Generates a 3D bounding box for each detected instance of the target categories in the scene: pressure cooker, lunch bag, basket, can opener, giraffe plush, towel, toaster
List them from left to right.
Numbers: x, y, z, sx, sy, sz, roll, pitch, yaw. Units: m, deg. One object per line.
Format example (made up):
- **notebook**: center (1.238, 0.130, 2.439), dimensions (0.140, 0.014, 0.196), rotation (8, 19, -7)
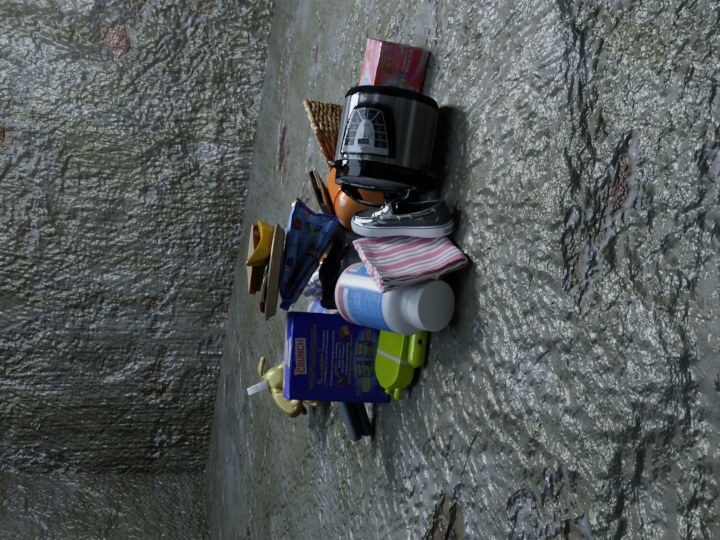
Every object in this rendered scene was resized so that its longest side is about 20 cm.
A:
- **giraffe plush**: center (-0.168, 0.299, 1.943), dimensions (0.162, 0.200, 0.173), rotation (60, -157, -68)
- **lunch bag**: center (-0.119, -0.019, 1.485), dimensions (0.151, 0.094, 0.200), rotation (146, 144, -86)
- **basket**: center (-0.065, -0.292, 1.763), dimensions (0.200, 0.149, 0.143), rotation (-111, 31, -53)
- **can opener**: center (-0.034, 0.244, 1.547), dimensions (0.067, 0.053, 0.200), rotation (-14, 95, 64)
- **toaster**: center (0.000, 0.000, 1.499), dimensions (0.200, 0.129, 0.114), rotation (118, 151, -51)
- **pressure cooker**: center (0.045, -0.210, 1.343), dimensions (0.176, 0.178, 0.200), rotation (-168, 87, -72)
- **towel**: center (0.076, -0.033, 1.250), dimensions (0.200, 0.146, 0.030), rotation (-120, 15, -62)

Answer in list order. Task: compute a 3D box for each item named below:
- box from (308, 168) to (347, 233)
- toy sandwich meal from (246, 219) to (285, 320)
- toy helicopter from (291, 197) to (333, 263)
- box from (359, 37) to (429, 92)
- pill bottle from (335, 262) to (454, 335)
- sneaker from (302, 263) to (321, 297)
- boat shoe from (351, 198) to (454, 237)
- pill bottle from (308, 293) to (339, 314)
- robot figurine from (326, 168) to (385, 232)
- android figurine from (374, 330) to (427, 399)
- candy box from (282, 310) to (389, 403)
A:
- **box**: center (-0.049, -0.107, 1.665), dimensions (0.200, 0.021, 0.164), rotation (59, -174, -35)
- **toy sandwich meal**: center (-0.186, -0.005, 1.440), dimensions (0.205, 0.070, 0.206), rotation (-173, 90, -85)
- **toy helicopter**: center (-0.091, -0.090, 1.775), dimensions (0.079, 0.200, 0.132), rotation (-34, 16, 16)
- **box**: center (0.053, -0.339, 1.481), dimensions (0.095, 0.102, 0.200), rotation (-125, 44, -64)
- **pill bottle**: center (0.058, 0.048, 1.270), dimensions (0.200, 0.112, 0.113), rotation (9, 94, 52)
- **sneaker**: center (-0.082, 0.023, 1.676), dimensions (0.200, 0.076, 0.092), rotation (-16, 26, 50)
- **boat shoe**: center (0.067, -0.094, 1.286), dimensions (0.200, 0.069, 0.057), rotation (4, 120, 36)
- **pill bottle**: center (-0.053, 0.109, 1.663), dimensions (0.200, 0.112, 0.112), rotation (-143, 60, -69)
- **robot figurine**: center (-0.007, -0.159, 1.590), dimensions (0.144, 0.117, 0.200), rotation (-42, 34, 17)
- **android figurine**: center (0.071, 0.131, 1.382), dimensions (0.182, 0.041, 0.200), rotation (-175, 93, -72)
- **candy box**: center (-0.046, 0.168, 1.478), dimensions (0.077, 0.200, 0.169), rotation (158, 116, -70)
